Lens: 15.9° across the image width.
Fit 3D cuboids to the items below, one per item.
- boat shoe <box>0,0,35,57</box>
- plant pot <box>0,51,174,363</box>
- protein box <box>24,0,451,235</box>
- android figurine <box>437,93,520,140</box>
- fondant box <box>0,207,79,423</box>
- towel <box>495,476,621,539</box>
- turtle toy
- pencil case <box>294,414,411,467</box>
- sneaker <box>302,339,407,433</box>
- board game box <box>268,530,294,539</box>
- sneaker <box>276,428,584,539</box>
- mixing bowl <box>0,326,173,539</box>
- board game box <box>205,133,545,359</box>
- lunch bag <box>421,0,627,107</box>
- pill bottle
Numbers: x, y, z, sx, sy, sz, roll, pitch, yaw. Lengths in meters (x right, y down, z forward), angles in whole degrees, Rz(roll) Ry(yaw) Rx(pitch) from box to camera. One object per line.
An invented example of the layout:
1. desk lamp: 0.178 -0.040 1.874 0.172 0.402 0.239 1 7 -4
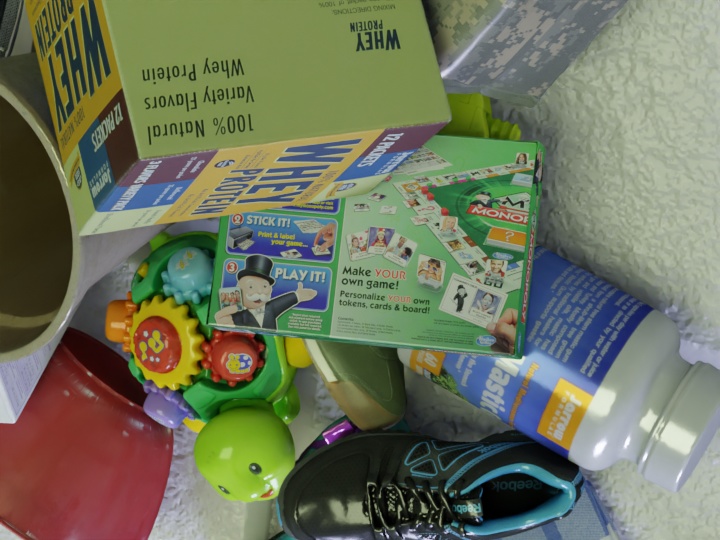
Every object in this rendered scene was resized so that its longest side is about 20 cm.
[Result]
1. boat shoe: -0.226 -0.167 1.770 0.093 0.075 0.200 58 140 33
2. plant pot: -0.202 -0.064 1.663 0.200 0.183 0.201 13 115 30
3. protein box: -0.080 -0.147 1.523 0.135 0.198 0.201 139 119 -62
4. android figurine: 0.002 -0.094 1.656 0.199 0.041 0.183 17 88 13
5. fondant box: -0.269 0.015 1.761 0.144 0.200 0.058 1 131 20
6. towel: 0.133 0.253 1.700 0.200 0.147 0.024 64 164 4
7. turtle toy: -0.098 0.062 1.741 0.146 0.101 0.200 -36 78 36
8. pencil case: 0.039 0.184 1.743 0.085 0.092 0.200 -36 89 4
9. sneaker: 0.000 0.000 1.696 0.090 0.067 0.201 -30 75 27
10. board game box: -0.004 0.271 1.832 0.135 0.028 0.200 -35 91 29
11. sneaker: 0.045 0.140 1.654 0.199 0.082 0.073 -9 99 -2
12. mixing bowl: -0.205 0.109 1.793 0.200 0.200 0.108 39 98 8
13. board game box: 0.009 -0.021 1.611 0.199 0.029 0.135 6 84 15
14. lunch bag: 0.080 -0.226 1.565 0.164 0.117 0.200 -48 54 33
15. pill bottle: 0.134 0.058 1.646 0.200 0.112 0.112 30 117 14
